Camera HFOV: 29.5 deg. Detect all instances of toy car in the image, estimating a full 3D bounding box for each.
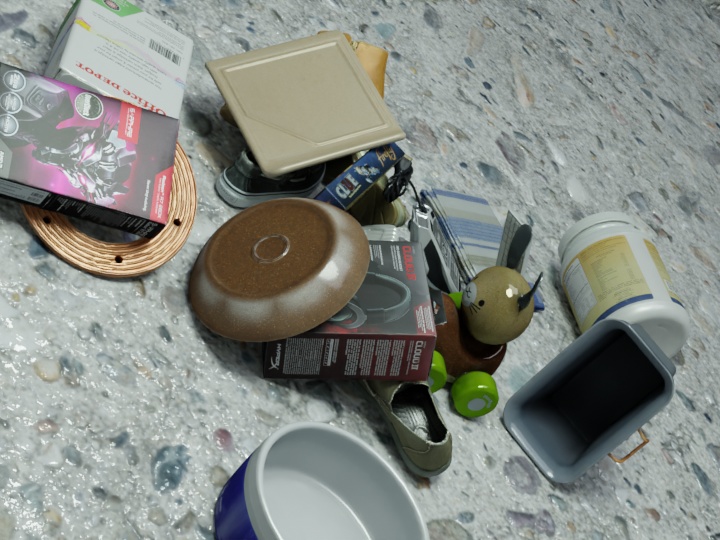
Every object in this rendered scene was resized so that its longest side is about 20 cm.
[{"bbox_3d":[0.139,0.040,1.605,0.157,0.200,0.165,24,36,-28],"label":"toy car"}]

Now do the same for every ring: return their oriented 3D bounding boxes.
[{"bbox_3d":[-0.263,-0.088,1.420,0.200,0.019,0.201,13,65,-29],"label":"ring"}]

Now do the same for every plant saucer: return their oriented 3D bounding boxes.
[{"bbox_3d":[-0.090,-0.013,1.435,0.201,0.200,0.037,-99,174,-45],"label":"plant saucer"}]

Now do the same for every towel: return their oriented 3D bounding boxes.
[{"bbox_3d":[0.168,-0.029,1.891,0.147,0.024,0.200,6,49,-48],"label":"towel"}]

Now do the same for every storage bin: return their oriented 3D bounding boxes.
[{"bbox_3d":[0.300,0.156,1.668,0.146,0.200,0.134,51,23,12],"label":"storage bin"}]

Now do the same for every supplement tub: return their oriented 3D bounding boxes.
[{"bbox_3d":[0.365,0.029,1.926,0.144,0.144,0.200,19,39,-33],"label":"supplement tub"}]

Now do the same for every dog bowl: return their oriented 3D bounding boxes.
[{"bbox_3d":[-0.035,0.245,1.282,0.200,0.079,0.200,29,34,-22],"label":"dog bowl"}]

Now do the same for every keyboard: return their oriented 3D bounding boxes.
[{"bbox_3d":[0.177,0.023,1.677,0.011,0.201,0.056,-11,39,-27],"label":"keyboard"}]

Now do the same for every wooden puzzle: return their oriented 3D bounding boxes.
[{"bbox_3d":[-0.068,-0.200,1.640,0.184,0.037,0.200,-18,58,-23],"label":"wooden puzzle"}]

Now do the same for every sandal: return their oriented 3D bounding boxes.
[{"bbox_3d":[0.007,0.000,1.644,0.203,0.082,0.050,-52,137,-58],"label":"sandal"}]

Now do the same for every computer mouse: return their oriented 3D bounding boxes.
[{"bbox_3d":[0.076,-0.046,1.735,0.110,0.044,0.201,-81,150,-62],"label":"computer mouse"}]

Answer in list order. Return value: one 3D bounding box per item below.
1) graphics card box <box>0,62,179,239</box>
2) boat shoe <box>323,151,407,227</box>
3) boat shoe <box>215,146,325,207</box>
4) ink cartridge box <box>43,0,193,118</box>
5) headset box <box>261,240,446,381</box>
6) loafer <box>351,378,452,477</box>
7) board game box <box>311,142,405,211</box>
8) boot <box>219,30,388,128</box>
[{"bbox_3d":[-0.285,-0.119,1.375,0.199,0.051,0.126,16,65,-26],"label":"graphics card box"},{"bbox_3d":[-0.010,-0.137,1.778,0.201,0.073,0.063,52,21,12],"label":"boat shoe"},{"bbox_3d":[-0.093,-0.125,1.665,0.072,0.071,0.200,48,32,8],"label":"boat shoe"},{"bbox_3d":[-0.280,-0.219,1.554,0.144,0.084,0.200,29,34,-21],"label":"ink cartridge box"},{"bbox_3d":[-0.008,0.041,1.480,0.199,0.077,0.149,1,44,-7],"label":"headset box"},{"bbox_3d":[0.046,0.127,1.501,0.075,0.070,0.200,-24,69,-25],"label":"loafer"},{"bbox_3d":[-0.034,-0.078,1.613,0.035,0.135,0.200,47,31,-2],"label":"board game box"},{"bbox_3d":[-0.069,-0.237,1.729,0.200,0.071,0.145,10,74,-4],"label":"boot"}]
